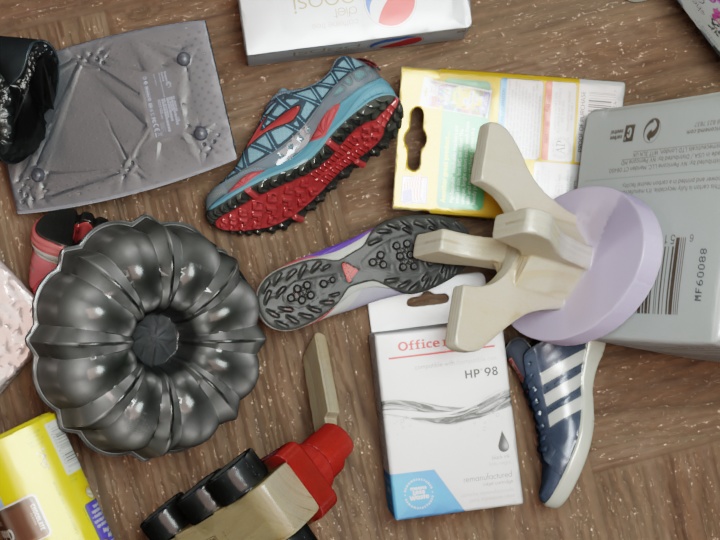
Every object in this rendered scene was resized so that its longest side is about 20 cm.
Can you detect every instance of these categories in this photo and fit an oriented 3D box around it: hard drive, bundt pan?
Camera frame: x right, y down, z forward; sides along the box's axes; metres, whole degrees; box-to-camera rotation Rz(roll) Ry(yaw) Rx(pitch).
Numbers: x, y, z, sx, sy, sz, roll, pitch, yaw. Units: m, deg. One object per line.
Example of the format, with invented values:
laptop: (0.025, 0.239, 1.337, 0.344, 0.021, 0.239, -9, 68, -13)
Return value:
hard drive: (-0.212, -0.131, 1.294, 0.198, 0.042, 0.137, -14, 90, 4)
bundt pan: (-0.162, 0.055, 1.203, 0.200, 0.076, 0.205, 0, 90, -27)

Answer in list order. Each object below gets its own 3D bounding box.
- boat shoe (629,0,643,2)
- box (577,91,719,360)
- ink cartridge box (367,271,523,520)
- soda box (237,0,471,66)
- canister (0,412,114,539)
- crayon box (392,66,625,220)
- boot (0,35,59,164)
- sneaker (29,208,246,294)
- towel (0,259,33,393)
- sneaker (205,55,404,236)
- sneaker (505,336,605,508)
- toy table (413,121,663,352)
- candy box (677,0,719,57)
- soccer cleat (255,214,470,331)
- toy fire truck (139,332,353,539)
boat shoe: (0.225, -0.339, 1.319, 0.071, 0.060, 0.204, -22, 91, -3)
box: (0.296, -0.028, 1.224, 0.170, 0.198, 0.203, 12, 84, -29)
ink cartridge box: (0.070, 0.107, 1.304, 0.114, 0.067, 0.203, -7, 90, -3)
soda box: (-0.006, -0.225, 1.302, 0.197, 0.068, 0.065, -8, 90, -3)
canister: (-0.251, 0.226, 1.247, 0.086, 0.148, 0.202, -25, 89, -19)
crayon box: (0.128, -0.108, 1.317, 0.197, 0.052, 0.128, 4, 89, -4)
boot: (-0.350, -0.116, 1.240, 0.167, 0.076, 0.202, 19, 78, 29)
sneaker: (-0.193, 0.011, 1.301, 0.198, 0.074, 0.087, 16, 123, -12)
towel: (-0.389, 0.051, 1.297, 0.191, 0.032, 0.200, 44, 87, -2)
sneaker: (-0.056, -0.110, 1.307, 0.199, 0.079, 0.096, -34, 55, 9)
sneaker: (0.161, 0.103, 1.309, 0.083, 0.075, 0.203, 12, 79, -5)
toy table: (0.135, -0.017, 1.204, 0.116, 0.200, 0.186, 15, 66, -24)
candy box: (0.362, -0.280, 1.296, 0.200, 0.061, 0.137, -41, 94, -20)
soccer cleat: (0.000, 0.000, 1.302, 0.198, 0.073, 0.069, -20, 94, -10)
toy fire truck: (-0.076, 0.166, 1.272, 0.129, 0.176, 0.200, 53, 45, -1)
